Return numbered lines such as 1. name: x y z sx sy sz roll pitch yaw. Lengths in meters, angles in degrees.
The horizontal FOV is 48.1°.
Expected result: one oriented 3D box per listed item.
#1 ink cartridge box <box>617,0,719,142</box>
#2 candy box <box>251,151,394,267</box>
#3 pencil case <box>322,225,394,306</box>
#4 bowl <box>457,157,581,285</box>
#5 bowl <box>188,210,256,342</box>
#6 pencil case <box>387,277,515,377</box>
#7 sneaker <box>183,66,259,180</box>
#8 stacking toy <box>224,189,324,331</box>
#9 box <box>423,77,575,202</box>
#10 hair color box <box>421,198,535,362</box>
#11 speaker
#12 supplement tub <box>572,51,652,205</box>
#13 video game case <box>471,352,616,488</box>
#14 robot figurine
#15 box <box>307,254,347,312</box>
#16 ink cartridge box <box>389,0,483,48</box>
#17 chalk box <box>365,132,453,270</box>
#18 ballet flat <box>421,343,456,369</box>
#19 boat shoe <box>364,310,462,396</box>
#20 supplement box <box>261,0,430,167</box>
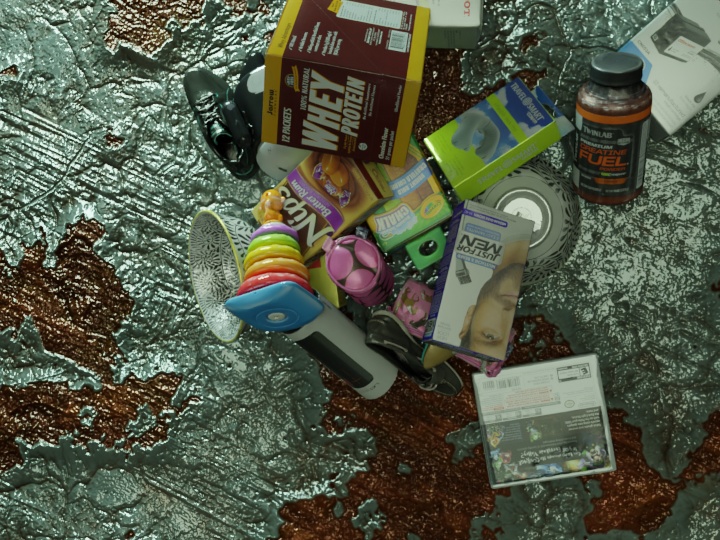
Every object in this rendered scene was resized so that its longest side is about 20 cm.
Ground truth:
1. ink cartridge box: 0.479 -0.314 1.191 0.199 0.084 0.146 -41 86 6
2. candy box: -0.059 -0.097 1.179 0.199 0.056 0.118 -38 80 33
3. pencil case: 0.000 0.000 1.206 0.093 0.200 0.092 27 84 11
4. bowl: 0.241 -0.076 1.224 0.197 0.094 0.205 0 92 8
5. bowl: -0.186 0.002 1.255 0.093 0.200 0.205 -12 90 -32
6. pencil case: 0.139 0.087 1.246 0.198 0.086 0.084 27 102 8
7. sneaker: -0.224 -0.242 1.288 0.075 0.079 0.202 -32 86 7
8. stacking toy: -0.123 -0.025 1.138 0.114 0.110 0.203 -18 61 21
9. box: 0.207 -0.204 1.220 0.198 0.048 0.123 -33 50 8
10. hair color box: 0.165 0.015 1.125 0.107 0.065 0.204 16 81 -8
11. speaker: -0.030 0.113 1.222 0.081 0.081 0.200 -43 124 6
12. supplement tub: 0.359 -0.203 1.157 0.105 0.108 0.203 -3 125 7
13. video game case: 0.285 0.235 1.263 0.196 0.023 0.185 -10 90 7
14. robot figurine: -0.123 -0.235 1.242 0.148 0.125 0.203 -24 73 3
15. box: -0.061 -0.029 1.274 0.049 0.075 0.204 -7 92 9
16. ink cartridge box: 0.086 -0.420 1.208 0.196 0.145 0.148 4 93 7
17. chalk box: 0.067 -0.102 1.230 0.123 0.124 0.202 -29 87 6
18. ballet flat: 0.158 0.062 1.171 0.062 0.069 0.202 25 79 23
19. boat shoe: 0.078 0.143 1.233 0.200 0.066 0.057 43 52 -23
20. supplement box: -0.018 -0.267 1.096 0.196 0.199 0.134 10 135 0
